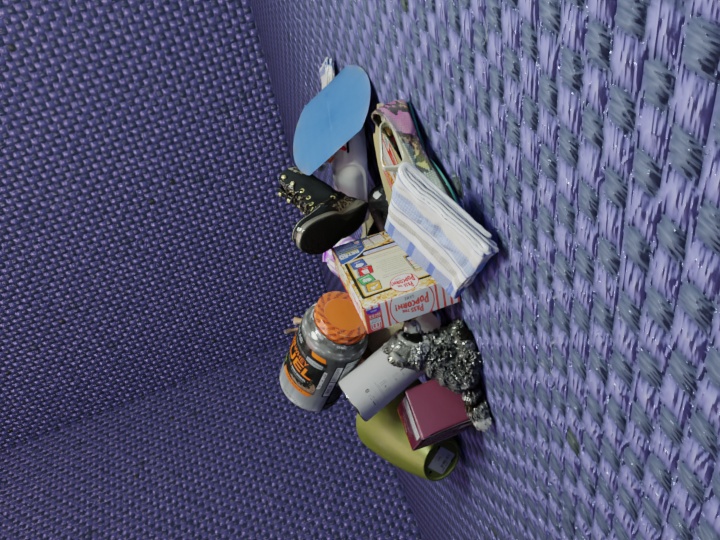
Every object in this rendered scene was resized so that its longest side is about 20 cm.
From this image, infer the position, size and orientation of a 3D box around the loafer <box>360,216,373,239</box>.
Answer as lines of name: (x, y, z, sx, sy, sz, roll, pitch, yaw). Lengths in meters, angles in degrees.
loafer: (0.020, -0.051, 1.427, 0.076, 0.066, 0.203, 81, 175, -55)

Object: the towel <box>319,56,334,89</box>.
towel: (-0.073, -0.332, 1.418, 0.147, 0.023, 0.206, -139, 49, -79)

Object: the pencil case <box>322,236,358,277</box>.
pencil case: (0.000, 0.000, 1.213, 0.200, 0.083, 0.086, -143, 60, -61)

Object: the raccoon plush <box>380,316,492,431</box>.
raccoon plush: (0.114, 0.165, 1.014, 0.097, 0.131, 0.205, 124, 127, -80)

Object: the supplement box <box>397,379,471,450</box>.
supplement box: (0.133, 0.251, 1.191, 0.201, 0.108, 0.087, 92, 158, -70)

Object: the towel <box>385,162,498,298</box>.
towel: (0.089, -0.041, 0.833, 0.147, 0.024, 0.200, 44, 165, 9)

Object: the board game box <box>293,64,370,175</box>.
board game box: (-0.040, -0.254, 1.167, 0.038, 0.199, 0.161, 23, -136, -39)

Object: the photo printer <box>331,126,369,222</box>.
photo printer: (-0.021, -0.208, 1.281, 0.201, 0.067, 0.170, 84, 180, -61)

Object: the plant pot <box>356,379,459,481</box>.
plant pot: (0.117, 0.344, 1.419, 0.199, 0.184, 0.191, 32, 143, 55)

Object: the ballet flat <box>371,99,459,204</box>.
ballet flat: (0.065, -0.137, 0.889, 0.069, 0.070, 0.204, 89, 161, -66)

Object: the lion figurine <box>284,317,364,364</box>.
lion figurine: (-0.044, 0.139, 1.294, 0.198, 0.120, 0.075, 22, -106, -54)

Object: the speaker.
speaker: (0.062, 0.156, 1.121, 0.082, 0.199, 0.081, 50, 176, 4)

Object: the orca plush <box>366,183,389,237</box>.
orca plush: (0.046, -0.058, 1.240, 0.105, 0.069, 0.205, 150, 102, -83)

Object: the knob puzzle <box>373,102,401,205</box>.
knob puzzle: (0.067, -0.133, 1.048, 0.220, 0.030, 0.225, 160, 91, -83)

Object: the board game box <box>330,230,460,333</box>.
board game box: (0.049, 0.004, 1.054, 0.201, 0.148, 0.047, -119, 14, -58)

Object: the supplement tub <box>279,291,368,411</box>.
supplement tub: (-0.060, 0.139, 1.163, 0.202, 0.120, 0.124, -64, 38, 40)

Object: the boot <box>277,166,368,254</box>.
boot: (-0.092, -0.106, 1.141, 0.152, 0.203, 0.075, 32, 121, 18)

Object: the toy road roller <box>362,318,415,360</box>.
toy road roller: (0.060, 0.101, 1.261, 0.145, 0.123, 0.201, 36, -168, -28)
